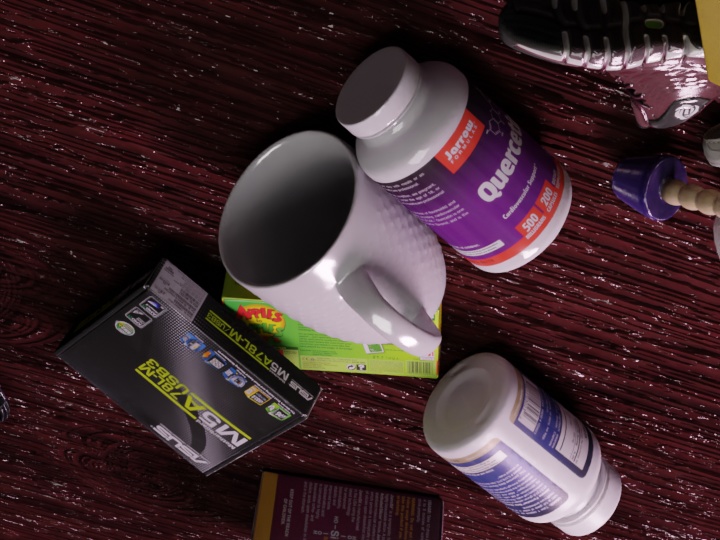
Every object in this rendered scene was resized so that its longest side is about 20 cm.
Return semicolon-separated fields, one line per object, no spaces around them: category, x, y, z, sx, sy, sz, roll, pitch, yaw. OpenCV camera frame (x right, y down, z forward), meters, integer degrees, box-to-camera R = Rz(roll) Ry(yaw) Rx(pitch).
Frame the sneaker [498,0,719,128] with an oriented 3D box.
sneaker;0.203;-0.155;1.512;0.199;0.076;0.116;5;142;1

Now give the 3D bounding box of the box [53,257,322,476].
box;-0.165;0.095;1.817;0.200;0.048;0.193;41;139;-15

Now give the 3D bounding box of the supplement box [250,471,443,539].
supplement box;-0.020;0.303;2.046;0.199;0.104;0.131;8;138;-2

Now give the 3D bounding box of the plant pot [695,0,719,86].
plant pot;0.331;-0.220;1.340;0.175;0.201;0.201;3;141;22

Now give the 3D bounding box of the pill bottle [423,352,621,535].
pill bottle;0.162;0.175;1.867;0.111;0.112;0.200;-27;128;33

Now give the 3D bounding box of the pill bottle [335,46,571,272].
pill bottle;0.074;-0.093;1.570;0.112;0.113;0.200;-28;129;34

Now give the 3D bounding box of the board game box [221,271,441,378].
board game box;-0.025;0.046;1.794;0.199;0.048;0.102;3;139;4

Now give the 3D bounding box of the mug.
mug;0.000;0.000;1.627;0.148;0.200;0.175;-46;135;9

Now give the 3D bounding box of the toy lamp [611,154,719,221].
toy lamp;0.288;-0.055;1.560;0.199;0.058;0.058;20;155;44

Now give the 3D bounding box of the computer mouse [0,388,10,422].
computer mouse;-0.460;0.110;1.935;0.199;0.053;0.139;-10;139;3

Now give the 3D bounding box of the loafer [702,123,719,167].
loafer;0.356;-0.136;1.522;0.199;0.070;0.070;-21;111;33

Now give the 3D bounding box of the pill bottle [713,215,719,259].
pill bottle;0.393;-0.051;1.572;0.199;0.113;0.112;-29;128;34
